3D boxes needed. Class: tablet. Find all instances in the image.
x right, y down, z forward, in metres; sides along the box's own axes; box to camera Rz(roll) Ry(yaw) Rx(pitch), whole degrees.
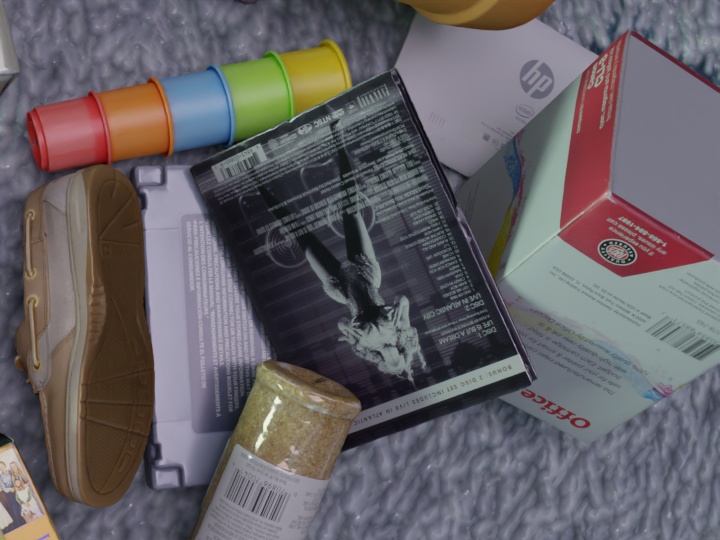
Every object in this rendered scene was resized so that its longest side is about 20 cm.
[{"bbox_3d":[0.115,-0.115,0.986,0.200,0.014,0.131,27,76,-18],"label":"tablet"}]

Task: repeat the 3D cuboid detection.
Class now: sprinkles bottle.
[{"bbox_3d":[-0.066,0.156,0.832,0.068,0.068,0.201,21,95,-19],"label":"sprinkles bottle"}]

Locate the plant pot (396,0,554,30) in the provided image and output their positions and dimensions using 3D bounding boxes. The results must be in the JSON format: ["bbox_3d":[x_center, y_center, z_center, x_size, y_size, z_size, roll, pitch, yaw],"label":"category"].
[{"bbox_3d":[0.033,-0.248,0.855,0.140,0.200,0.201,-6,88,-30],"label":"plant pot"}]

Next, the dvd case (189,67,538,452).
[{"bbox_3d":[0.000,0.000,0.837,0.201,0.148,0.016,65,26,-5],"label":"dvd case"}]

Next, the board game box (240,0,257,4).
[{"bbox_3d":[-0.133,-0.295,0.885,0.199,0.041,0.201,16,79,-20],"label":"board game box"}]

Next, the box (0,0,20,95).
[{"bbox_3d":[-0.280,-0.186,0.780,0.127,0.109,0.201,-12,90,-23],"label":"box"}]

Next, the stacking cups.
[{"bbox_3d":[-0.107,-0.103,0.875,0.199,0.060,0.061,-11,90,-19],"label":"stacking cups"}]

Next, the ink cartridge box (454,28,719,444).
[{"bbox_3d":[0.153,-0.013,0.875,0.145,0.200,0.145,29,48,-17],"label":"ink cartridge box"}]

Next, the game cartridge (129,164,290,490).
[{"bbox_3d":[-0.075,0.033,0.885,0.133,0.041,0.201,-2,86,-27],"label":"game cartridge"}]

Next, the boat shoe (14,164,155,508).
[{"bbox_3d":[-0.169,0.040,0.829,0.074,0.069,0.201,21,65,-60],"label":"boat shoe"}]

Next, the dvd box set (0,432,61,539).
[{"bbox_3d":[-0.169,0.185,0.774,0.029,0.146,0.201,-26,96,-20],"label":"dvd box set"}]
